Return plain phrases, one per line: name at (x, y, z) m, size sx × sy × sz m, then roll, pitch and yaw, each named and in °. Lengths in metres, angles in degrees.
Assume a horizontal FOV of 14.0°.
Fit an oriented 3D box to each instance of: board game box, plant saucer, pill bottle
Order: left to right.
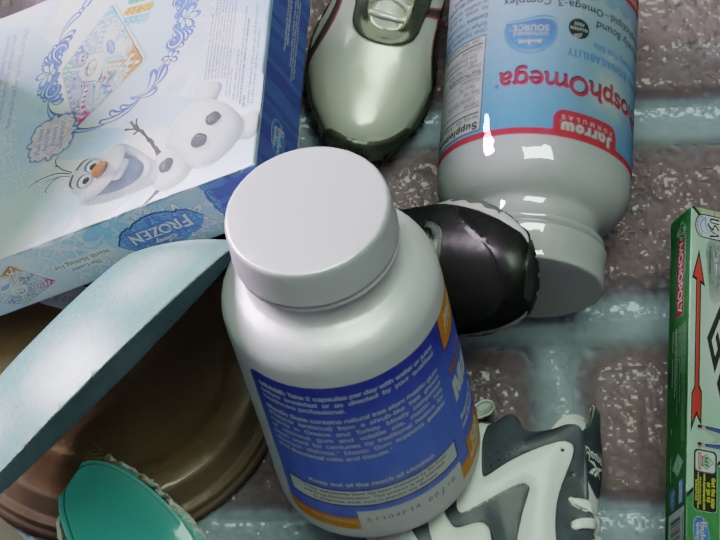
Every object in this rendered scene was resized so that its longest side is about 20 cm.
plant saucer at (-0.142, 0.044, 1.480) m, size 0.039 × 0.201 × 0.201 m, roll 44°, pitch 71°, yaw 1°
plant saucer at (-0.140, 0.053, 1.604) m, size 0.199 × 0.030 × 0.201 m, roll 0°, pitch 65°, yaw 0°
board game box at (-0.122, -0.087, 1.580) m, size 0.198 × 0.043 × 0.201 m, roll -18°, pitch 44°, yaw 24°
pill bottle at (-0.007, 0.034, 1.466) m, size 0.111 × 0.200 × 0.112 m, roll -6°, pitch 49°, yaw 7°
pill bottle at (0.098, -0.082, 1.624) m, size 0.108 × 0.109 × 0.201 m, roll 4°, pitch 65°, yaw 1°
board game box at (0.230, 0.073, 1.575) m, size 0.134 × 0.029 × 0.201 m, roll 12°, pitch 64°, yaw -16°

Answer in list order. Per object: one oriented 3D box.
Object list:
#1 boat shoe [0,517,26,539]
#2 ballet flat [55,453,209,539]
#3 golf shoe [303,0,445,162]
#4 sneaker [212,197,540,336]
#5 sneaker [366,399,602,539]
boat shoe at (-0.162, 0.208, 1.515) m, size 0.200 × 0.071 × 0.063 m, roll 44°, pitch 114°, yaw 15°
ballet flat at (-0.086, 0.184, 1.525) m, size 0.072 × 0.072 × 0.200 m, roll -38°, pitch 68°, yaw -16°
golf shoe at (0.015, -0.161, 1.673) m, size 0.077 × 0.088 × 0.201 m, roll 13°, pitch 67°, yaw 4°
sneaker at (0.000, 0.000, 1.555) m, size 0.199 × 0.076 × 0.087 m, roll 10°, pitch 17°, yaw 41°
sneaker at (0.116, 0.140, 1.537) m, size 0.199 × 0.080 × 0.130 m, roll 28°, pitch 76°, yaw 22°
